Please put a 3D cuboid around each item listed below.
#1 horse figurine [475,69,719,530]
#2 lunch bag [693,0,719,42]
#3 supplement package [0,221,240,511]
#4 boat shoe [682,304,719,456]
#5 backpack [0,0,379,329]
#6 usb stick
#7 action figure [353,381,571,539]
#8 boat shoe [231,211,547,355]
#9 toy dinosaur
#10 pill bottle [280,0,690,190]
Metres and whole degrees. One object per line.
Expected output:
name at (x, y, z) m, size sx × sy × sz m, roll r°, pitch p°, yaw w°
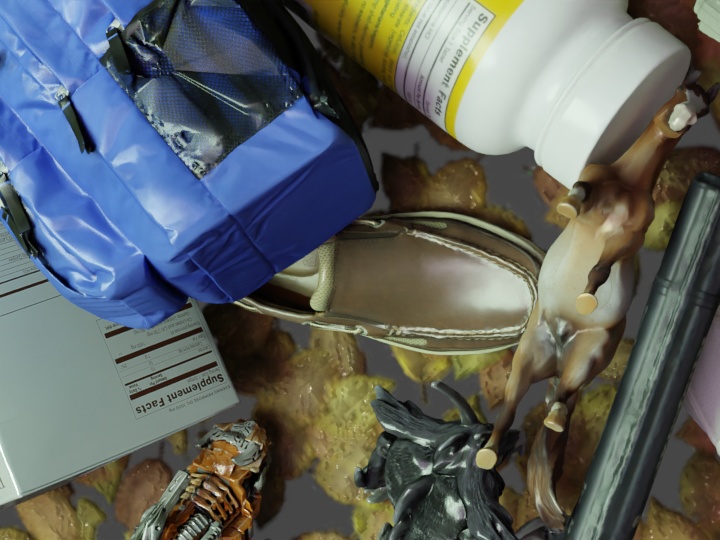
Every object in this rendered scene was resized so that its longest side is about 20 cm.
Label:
horse figurine at (0.101, 0.015, 0.885) m, size 0.050 × 0.133 × 0.200 m, roll 19°, pitch 119°, yaw 12°
lunch bag at (0.250, -0.136, 0.822) m, size 0.200 × 0.118 × 0.164 m, roll 35°, pitch 113°, yaw 25°
supplement package at (-0.205, 0.025, 1.039) m, size 0.191 × 0.147 × 0.200 m, roll -27°, pitch 85°, yaw 48°
boat shoe at (0.204, 0.085, 0.906) m, size 0.071 × 0.070 × 0.200 m, roll -46°, pitch 73°, yaw 25°
backpack at (-0.109, -0.087, 0.911) m, size 0.168 × 0.163 × 0.200 m, roll -34°, pitch 78°, yaw -6°
usb stick at (0.137, 0.049, 0.901) m, size 0.033 × 0.055 × 0.200 m, roll 20°, pitch 96°, yaw 6°
action figure at (0.048, 0.125, 0.976) m, size 0.119 × 0.102 × 0.200 m, roll 44°, pitch 137°, yaw 27°
boat shoe at (0.000, 0.006, 0.998) m, size 0.202 × 0.075 × 0.075 m, roll 7°, pitch 102°, yaw 26°
toy dinosaur at (-0.108, 0.175, 1.044) m, size 0.200 × 0.136 × 0.102 m, roll -39°, pitch 57°, yaw -14°
pill bottle at (0.052, -0.128, 0.926) m, size 0.200 × 0.112 × 0.112 m, roll 39°, pitch 114°, yaw 16°
